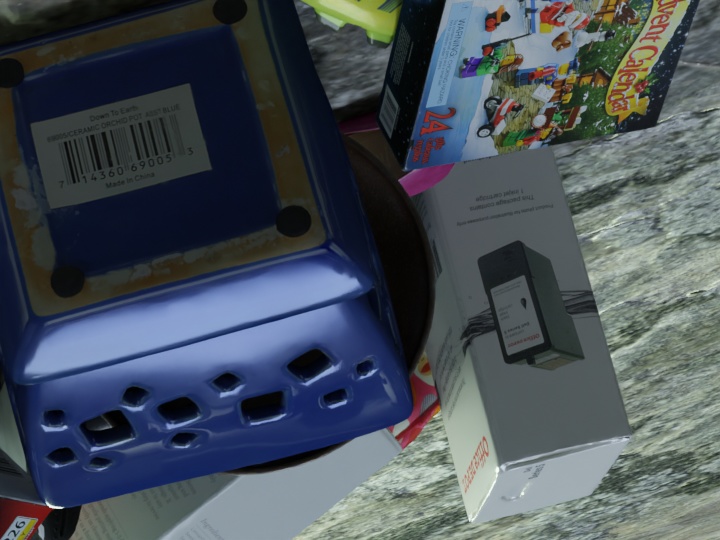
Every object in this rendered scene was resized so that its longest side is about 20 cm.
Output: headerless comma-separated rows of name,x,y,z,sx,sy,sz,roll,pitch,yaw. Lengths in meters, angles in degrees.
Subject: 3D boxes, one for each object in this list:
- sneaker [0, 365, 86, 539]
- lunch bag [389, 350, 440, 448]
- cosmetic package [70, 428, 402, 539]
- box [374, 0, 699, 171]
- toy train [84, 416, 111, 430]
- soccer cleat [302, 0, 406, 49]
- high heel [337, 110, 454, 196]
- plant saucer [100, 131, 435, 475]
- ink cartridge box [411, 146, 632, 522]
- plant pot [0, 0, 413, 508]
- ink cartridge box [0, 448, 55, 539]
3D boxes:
sneaker,-0.219,0.062,1.405,0.115,0.201,0.076,-16,168,15
lunch bag,-0.041,0.107,1.664,0.176,0.082,0.200,-34,179,28
cosmetic package,-0.088,0.118,1.489,0.200,0.101,0.071,-38,133,1
box,0.091,-0.136,1.168,0.136,0.038,0.200,-11,142,-21
toy train,-0.088,0.053,1.438,0.200,0.034,0.046,-25,172,2
soccer cleat,0.049,-0.148,1.220,0.200,0.065,0.084,2,128,-32
high heel,-0.040,-0.043,1.422,0.200,0.068,0.096,-13,173,-22
plant saucer,-0.060,0.014,1.370,0.200,0.201,0.037,-14,162,-2
ink cartridge box,0.088,0.035,1.561,0.084,0.200,0.146,-12,163,-8
plant pot,-0.094,-0.020,1.260,0.200,0.200,0.180,-15,156,-3
ink cartridge box,-0.276,0.158,1.266,0.200,0.084,0.175,-54,151,8
